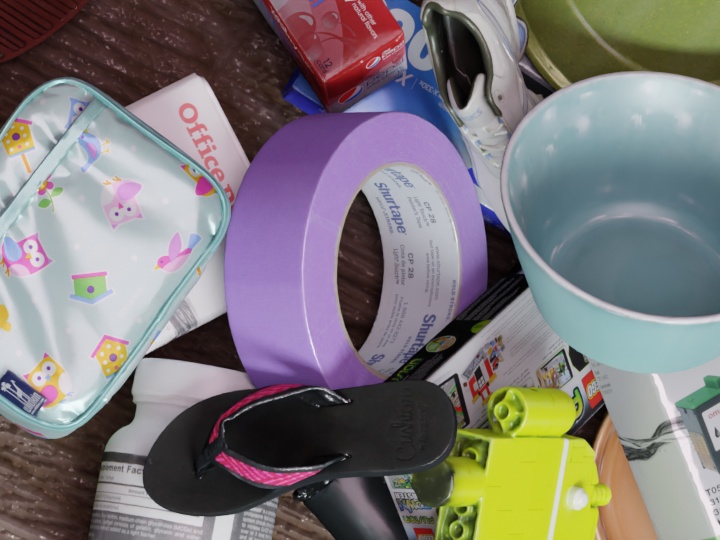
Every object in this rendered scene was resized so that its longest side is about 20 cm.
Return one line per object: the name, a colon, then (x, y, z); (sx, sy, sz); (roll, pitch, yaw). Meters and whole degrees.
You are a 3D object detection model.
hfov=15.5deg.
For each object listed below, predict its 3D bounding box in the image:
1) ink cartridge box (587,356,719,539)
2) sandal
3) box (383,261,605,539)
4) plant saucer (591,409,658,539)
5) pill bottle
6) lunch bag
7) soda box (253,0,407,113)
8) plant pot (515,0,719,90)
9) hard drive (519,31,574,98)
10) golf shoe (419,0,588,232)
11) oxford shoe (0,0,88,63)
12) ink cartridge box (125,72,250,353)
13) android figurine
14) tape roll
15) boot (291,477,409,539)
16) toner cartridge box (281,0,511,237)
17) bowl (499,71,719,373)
ink cartridge box: (0.250, 0.099, 1.725); (0.145, 0.084, 0.201); (-22, 90, -21)
sandal: (-0.042, 0.099, 1.583); (0.199, 0.045, 0.076); (-11, 70, 16)
box: (0.084, 0.083, 1.697); (0.200, 0.035, 0.111); (-39, 117, -42)
plant saucer: (0.244, 0.152, 1.787); (0.199, 0.037, 0.202); (1, 85, -11)
pill bottle: (-0.113, 0.163, 1.673); (0.116, 0.116, 0.201); (12, 81, -10)
lunch bag: (-0.188, -0.007, 1.608); (0.160, 0.077, 0.200); (38, 80, -5)
soda box: (-0.047, -0.203, 1.717); (0.063, 0.070, 0.201); (-32, 74, -6)
plant pot: (0.218, -0.217, 1.703); (0.199, 0.190, 0.201); (11, 60, -20)
hard drive: (0.204, -0.127, 1.785); (0.199, 0.033, 0.140); (33, 55, -6)
golf shoe: (0.083, -0.095, 1.691); (0.078, 0.097, 0.201); (-20, 97, 28)
oxford shoe: (-0.201, -0.224, 1.728); (0.070, 0.075, 0.200); (37, 93, -37)
ink cartridge box: (-0.162, -0.016, 1.697); (0.199, 0.084, 0.146); (-27, 90, -12)
android figurine: (0.096, 0.163, 1.654); (0.199, 0.041, 0.183); (9, 92, -53)
tape roll: (0.000, 0.000, 1.679); (0.200, 0.065, 0.202); (0, 90, -53)
boot: (0.015, 0.198, 1.717); (0.198, 0.073, 0.163); (-36, 94, -20)
toner cartridge box: (0.056, -0.108, 1.772); (0.199, 0.043, 0.095); (30, 80, -7)
bowl: (0.180, -0.016, 1.634); (0.199, 0.105, 0.202); (2, 51, -3)
